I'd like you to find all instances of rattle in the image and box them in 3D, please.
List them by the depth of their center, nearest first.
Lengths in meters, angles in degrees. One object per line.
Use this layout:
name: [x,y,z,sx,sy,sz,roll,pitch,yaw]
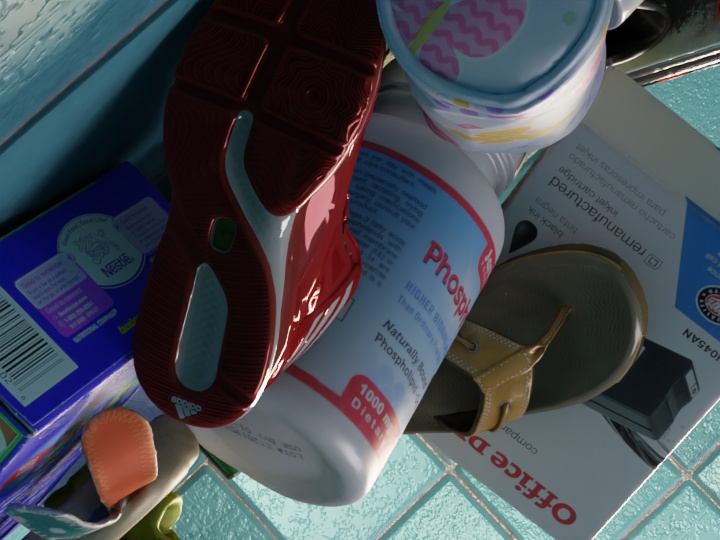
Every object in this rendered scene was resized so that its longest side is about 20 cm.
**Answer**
rattle: [-0.089,0.136,0.896,0.130,0.144,0.200,-24,175,-27]

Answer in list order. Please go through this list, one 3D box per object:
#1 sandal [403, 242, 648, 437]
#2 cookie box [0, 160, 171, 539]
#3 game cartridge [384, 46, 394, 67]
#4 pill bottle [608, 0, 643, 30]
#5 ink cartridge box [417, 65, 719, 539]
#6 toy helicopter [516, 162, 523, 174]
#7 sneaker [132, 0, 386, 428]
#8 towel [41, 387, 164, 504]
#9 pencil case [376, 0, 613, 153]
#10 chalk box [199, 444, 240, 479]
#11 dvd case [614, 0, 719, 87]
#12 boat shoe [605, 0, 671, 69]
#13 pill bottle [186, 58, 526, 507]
sandal: [0.049,0.048,1.020,0.199,0.081,0.054,-17,-161,26]
cookie box: [-0.165,0.066,0.880,0.200,0.075,0.171,-48,176,33]
game cartridge: [0.025,-0.138,0.990,0.200,0.041,0.133,-40,179,-41]
pill bottle: [0.150,-0.204,0.928,0.200,0.112,0.112,-46,177,-11]
ink cartridge box: [0.119,0.024,1.065,0.200,0.144,0.084,-54,178,31]
toy helicopter: [0.022,-0.040,1.274,0.200,0.132,0.079,-39,-171,27]
sneaker: [-0.031,-0.043,0.839,0.201,0.078,0.115,-68,170,14]
towel: [-0.115,0.046,1.064,0.111,0.049,0.200,12,133,-35]
pencil case: [0.053,-0.095,0.788,0.082,0.092,0.200,-4,180,5]
chalk box: [-0.056,0.019,1.151,0.200,0.124,0.124,-47,175,29]
dvd case: [0.211,-0.181,1.131,0.199,0.022,0.147,-11,-122,54]
boat shoe: [0.101,-0.118,1.074,0.200,0.066,0.070,-24,148,-56]
pill bottle: [0.000,0.000,0.972,0.201,0.108,0.109,-59,-177,-25]
